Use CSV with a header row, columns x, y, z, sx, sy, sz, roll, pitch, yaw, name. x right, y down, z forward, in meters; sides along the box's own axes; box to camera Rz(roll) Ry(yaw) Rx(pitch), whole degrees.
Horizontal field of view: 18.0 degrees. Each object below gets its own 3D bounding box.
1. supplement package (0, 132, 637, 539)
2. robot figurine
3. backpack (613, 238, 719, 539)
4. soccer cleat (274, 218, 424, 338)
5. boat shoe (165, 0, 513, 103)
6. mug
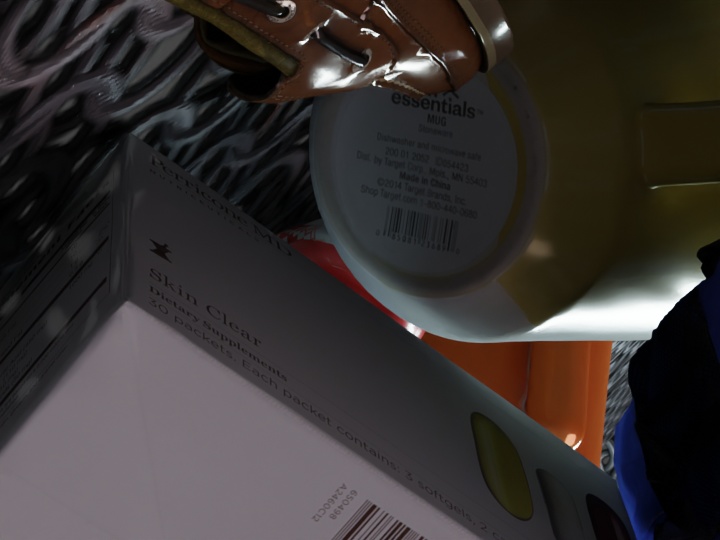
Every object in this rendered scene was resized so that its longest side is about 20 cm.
x,y,z,sx,sy,sz,roll,pitch,yaw,name
-0.035,0.091,0.662,0.156,0.199,0.111,-49,-159,16,supplement package
0.050,0.065,0.993,0.117,0.143,0.202,43,49,-53,robot figurine
0.159,0.075,0.686,0.161,0.169,0.200,-4,162,-9,backpack
0.000,0.000,0.882,0.085,0.068,0.200,-55,178,-13,soccer cleat
-0.017,-0.078,0.550,0.068,0.072,0.200,-42,160,3,boat shoe
0.073,-0.052,0.734,0.186,0.150,0.153,-39,165,32,mug
